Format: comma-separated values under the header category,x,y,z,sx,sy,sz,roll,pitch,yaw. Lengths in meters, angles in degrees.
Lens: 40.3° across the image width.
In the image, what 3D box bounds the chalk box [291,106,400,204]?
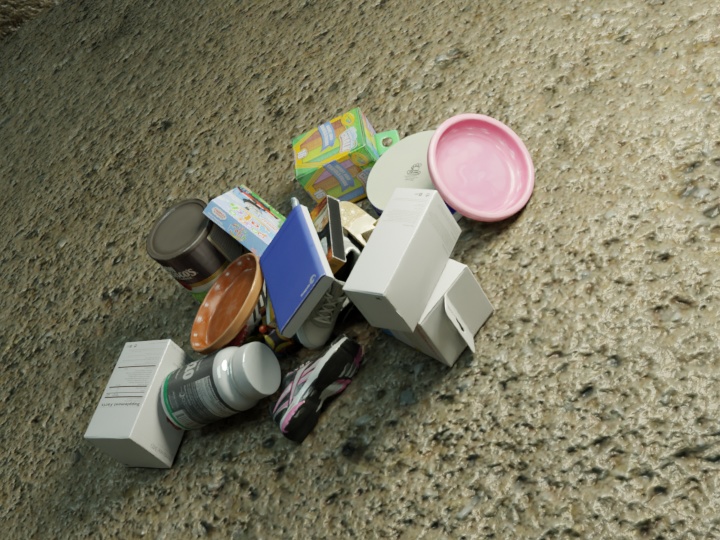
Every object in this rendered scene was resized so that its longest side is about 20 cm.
category,x,y,z,sx,sy,sz,roll,pitch,yaw
chalk box,-0.018,-0.223,1.924,0.200,0.124,0.125,-25,44,15

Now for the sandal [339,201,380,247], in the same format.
category,x,y,z,sx,sy,sz,roll,pitch,yaw
sandal,0.032,-0.074,1.740,0.212,0.070,0.078,32,61,23

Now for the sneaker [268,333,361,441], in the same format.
category,x,y,z,sx,sy,sz,roll,pitch,yaw
sneaker,-0.086,0.182,1.653,0.086,0.080,0.200,29,73,43

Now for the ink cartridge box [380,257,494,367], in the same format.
category,x,y,z,sx,sy,sz,roll,pitch,yaw
ink cartridge box,0.109,0.052,1.595,0.200,0.129,0.125,25,71,44

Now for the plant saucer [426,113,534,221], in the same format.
category,x,y,z,sx,sy,sz,roll,pitch,yaw
plant saucer,0.204,-0.174,1.709,0.201,0.200,0.051,-65,9,-26

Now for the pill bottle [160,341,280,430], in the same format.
category,x,y,z,sx,sy,sz,roll,pitch,yaw
pill bottle,-0.242,0.199,1.704,0.200,0.113,0.113,-24,43,31

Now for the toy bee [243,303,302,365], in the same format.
category,x,y,z,sx,sy,sz,roll,pitch,yaw
toy bee,-0.140,0.105,1.740,0.131,0.109,0.200,-46,42,-10

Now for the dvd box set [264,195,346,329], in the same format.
category,x,y,z,sx,sy,sz,roll,pitch,yaw
dvd box set,-0.097,-0.013,1.661,0.200,0.029,0.147,-44,36,35

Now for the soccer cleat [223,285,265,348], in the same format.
category,x,y,z,sx,sy,sz,roll,pitch,yaw
soccer cleat,-0.208,0.081,1.842,0.069,0.085,0.200,0,76,55

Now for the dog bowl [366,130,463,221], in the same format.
category,x,y,z,sx,sy,sz,roll,pitch,yaw
dog bowl,0.114,-0.160,1.811,0.200,0.079,0.200,-19,46,21

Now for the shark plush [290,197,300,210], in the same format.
category,x,y,z,sx,sy,sz,roll,pitch,yaw
shark plush,-0.106,-0.038,1.789,0.091,0.083,0.200,2,73,24

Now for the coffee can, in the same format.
category,x,y,z,sx,sy,sz,roll,pitch,yaw
coffee can,-0.293,-0.022,1.887,0.146,0.200,0.147,-20,45,21

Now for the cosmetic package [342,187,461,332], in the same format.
category,x,y,z,sx,sy,sz,roll,pitch,yaw
cosmetic package,0.067,-0.018,1.509,0.085,0.108,0.200,8,58,38

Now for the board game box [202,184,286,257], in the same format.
category,x,y,z,sx,sy,sz,roll,pitch,yaw
board game box,-0.201,-0.091,1.855,0.037,0.151,0.200,-51,1,17

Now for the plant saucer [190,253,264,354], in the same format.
category,x,y,z,sx,sy,sz,roll,pitch,yaw
plant saucer,-0.233,0.062,1.746,0.200,0.032,0.200,-42,28,28

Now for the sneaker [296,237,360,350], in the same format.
category,x,y,z,sx,sy,sz,roll,pitch,yaw
sneaker,-0.054,0.041,1.643,0.092,0.076,0.200,-156,81,-69

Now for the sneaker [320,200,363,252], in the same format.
category,x,y,z,sx,sy,sz,roll,pitch,yaw
sneaker,-0.046,-0.035,1.836,0.106,0.075,0.200,-48,47,20

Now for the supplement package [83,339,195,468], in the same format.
category,x,y,z,sx,sy,sz,roll,pitch,yaw
supplement package,-0.386,0.243,1.783,0.120,0.121,0.200,-6,52,33

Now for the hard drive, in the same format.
category,x,y,z,sx,sy,sz,roll,pitch,yaw
hard drive,-0.109,-0.002,1.614,0.132,0.025,0.200,-53,34,23

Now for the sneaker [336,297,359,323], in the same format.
category,x,y,z,sx,sy,sz,roll,pitch,yaw
sneaker,0.000,0.000,1.710,0.200,0.074,0.080,-46,62,19
